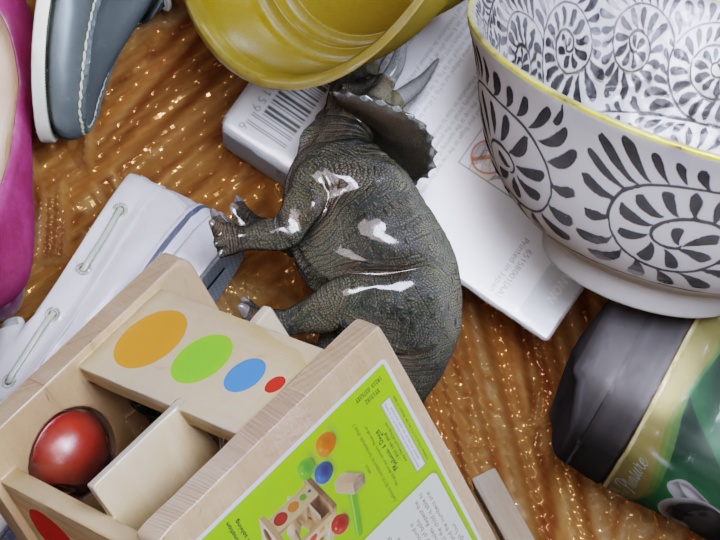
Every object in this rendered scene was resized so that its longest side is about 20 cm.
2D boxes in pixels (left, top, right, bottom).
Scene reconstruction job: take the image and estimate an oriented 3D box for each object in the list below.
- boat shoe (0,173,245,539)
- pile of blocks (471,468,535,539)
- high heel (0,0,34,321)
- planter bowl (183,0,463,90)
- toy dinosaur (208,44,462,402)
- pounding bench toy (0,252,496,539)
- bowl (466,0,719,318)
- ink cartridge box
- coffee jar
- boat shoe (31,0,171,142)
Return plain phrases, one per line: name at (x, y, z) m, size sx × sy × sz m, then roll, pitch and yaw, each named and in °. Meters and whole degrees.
boat shoe at (-0.131, 0.047, 1.290) m, size 0.067 × 0.074 × 0.200 m, roll 32°, pitch 69°, yaw 14°
pile of blocks at (0.074, 0.187, 1.252) m, size 0.062 × 0.082 × 0.200 m, roll -26°, pitch 81°, yaw -5°
high heel at (-0.176, -0.078, 1.294) m, size 0.067 × 0.096 × 0.200 m, roll -3°, pitch 79°, yaw -1°
planter bowl at (0.013, -0.168, 1.258) m, size 0.083 × 0.200 × 0.201 m, roll 11°, pitch 75°, yaw -40°
toy dinosaur at (0.000, 0.000, 1.252) m, size 0.102 × 0.077 × 0.200 m, roll -17°, pitch 81°, yaw 11°
pounding bench toy at (-0.043, 0.116, 1.215) m, size 0.124 × 0.156 × 0.200 m, roll -44°, pitch 126°, yaw -22°
bowl at (0.128, -0.042, 1.226) m, size 0.200 × 0.201 × 0.094 m, roll 18°, pitch 113°, yaw 3°
ink cartridge box at (0.064, -0.092, 1.327) m, size 0.173 × 0.044 × 0.200 m, roll 34°, pitch 80°, yaw 5°
coffee jar at (0.178, 0.081, 1.263) m, size 0.200 × 0.104 × 0.085 m, roll 29°, pitch 73°, yaw 4°
boat shoe at (-0.098, -0.148, 1.322) m, size 0.062 × 0.073 × 0.200 m, roll 12°, pitch 74°, yaw 6°
